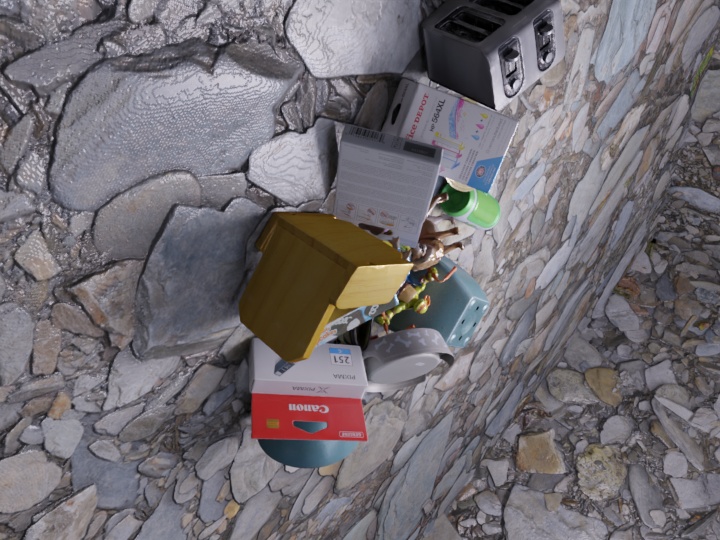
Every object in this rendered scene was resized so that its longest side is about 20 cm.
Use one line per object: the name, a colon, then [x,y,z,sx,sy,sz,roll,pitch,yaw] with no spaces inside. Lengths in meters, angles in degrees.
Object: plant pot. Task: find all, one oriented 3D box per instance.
plant pot: [-0.095,0.245,1.144,0.200,0.200,0.135,-26,129,-42]
plant pot: [0.157,0.065,1.331,0.196,0.200,0.196,18,102,-59]

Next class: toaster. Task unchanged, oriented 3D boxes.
toaster: [0.216,-0.385,1.033,0.181,0.200,0.119,-39,142,-16]

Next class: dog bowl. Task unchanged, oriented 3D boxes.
dog bowl: [0.080,0.174,1.198,0.199,0.059,0.200,-12,154,-6]

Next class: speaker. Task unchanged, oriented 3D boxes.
speaker: [0.251,-0.145,1.388,0.200,0.088,0.089,13,107,-58]

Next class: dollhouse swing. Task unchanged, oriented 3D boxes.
dollhouse swing: [-0.062,0.027,0.962,0.181,0.200,0.176,-3,117,-47]

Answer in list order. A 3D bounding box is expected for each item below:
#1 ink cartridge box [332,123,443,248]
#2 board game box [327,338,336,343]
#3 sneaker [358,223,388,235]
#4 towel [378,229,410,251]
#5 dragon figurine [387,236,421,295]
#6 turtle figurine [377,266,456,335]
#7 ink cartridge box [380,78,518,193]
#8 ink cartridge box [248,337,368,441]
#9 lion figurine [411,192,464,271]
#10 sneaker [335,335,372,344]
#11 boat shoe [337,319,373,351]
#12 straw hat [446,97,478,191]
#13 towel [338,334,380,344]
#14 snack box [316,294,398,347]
ink cartridge box: [0.038,-0.136,1.026,0.200,0.162,0.057,100,6,-55]
board game box: [-0.085,0.086,1.134,0.126,0.035,0.200,-44,150,6]
sneaker: [0.049,-0.110,1.150,0.114,0.073,0.201,-42,157,-31]
towel: [0.000,0.000,1.144,0.200,0.018,0.086,-36,146,11]
dragon figurine: [0.065,0.009,1.045,0.059,0.200,0.100,-22,117,-7]
turtle figurine: [0.084,0.033,1.228,0.200,0.161,0.064,-45,160,-14]
ink cartridge box: [0.140,-0.232,1.043,0.125,0.199,0.129,-86,-165,-73]
ink cartridge box: [-0.086,0.200,1.043,0.199,0.176,0.045,6,131,-17]
lion figurine: [0.134,-0.078,1.241,0.122,0.200,0.073,-16,126,8]
sneaker: [-0.017,0.169,1.321,0.076,0.076,0.200,-15,140,-8]
boat shoe: [0.004,0.058,1.111,0.073,0.065,0.201,-27,137,-39]
straw hat: [0.247,-0.249,1.227,0.201,0.085,0.202,-14,109,-47]
towel: [-0.037,0.204,1.270,0.144,0.023,0.200,-11,143,-16]
snack box: [-0.052,0.055,0.989,0.200,0.116,0.037,-27,131,-7]
